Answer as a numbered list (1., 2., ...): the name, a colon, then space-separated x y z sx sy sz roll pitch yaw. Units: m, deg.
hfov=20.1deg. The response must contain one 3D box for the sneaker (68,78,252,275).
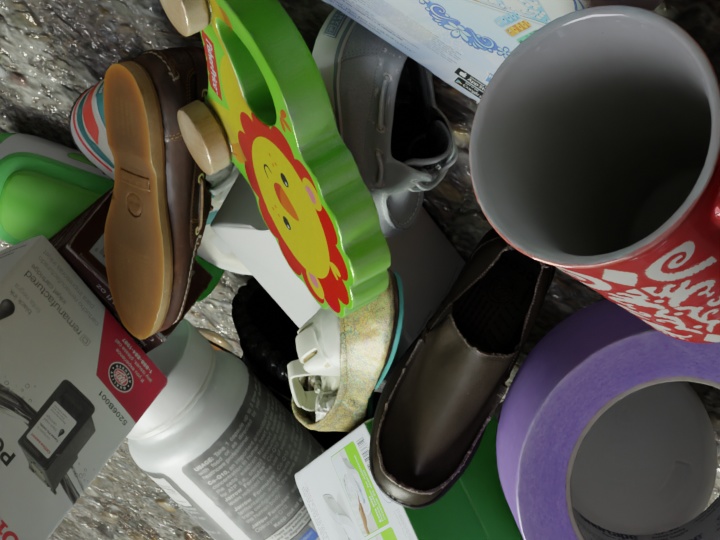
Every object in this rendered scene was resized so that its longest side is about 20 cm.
1. sneaker: -0.110 -0.067 1.413 0.199 0.071 0.093 38 160 -11

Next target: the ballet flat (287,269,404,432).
1. ballet flat: -0.015 0.058 1.347 0.070 0.071 0.200 26 155 5

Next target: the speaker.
1. speaker: -0.199 -0.041 1.543 0.199 0.089 0.089 19 154 20

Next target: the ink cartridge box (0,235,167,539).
1. ink cartridge box: -0.246 0.100 1.376 0.083 0.200 0.146 -18 118 46

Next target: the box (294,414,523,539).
1. box: 0.053 0.198 1.408 0.201 0.096 0.176 64 157 9

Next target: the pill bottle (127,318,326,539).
1. pill bottle: -0.107 0.135 1.569 0.113 0.114 0.200 -2 137 48

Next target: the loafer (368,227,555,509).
1. loafer: 0.063 0.056 1.299 0.072 0.201 0.071 24 175 3

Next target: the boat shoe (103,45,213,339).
1. boat shoe: -0.127 -0.050 1.344 0.070 0.070 0.202 31 128 37

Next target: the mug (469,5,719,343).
1. mug: 0.167 -0.024 1.060 0.178 0.133 0.200 49 -172 30

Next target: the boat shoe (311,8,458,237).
1. boat shoe: 0.021 -0.080 1.249 0.071 0.070 0.201 24 152 24

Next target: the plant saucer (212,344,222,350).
1. plant saucer: -0.147 0.119 1.852 0.199 0.038 0.201 24 155 12

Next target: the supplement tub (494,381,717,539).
1. supplement tub: 0.152 0.147 1.453 0.145 0.146 0.200 31 155 -6

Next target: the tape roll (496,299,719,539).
1. tape roll: 0.189 0.121 1.284 0.199 0.201 0.085 34 -172 -12

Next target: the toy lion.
1. toy lion: -0.044 -0.075 1.203 0.192 0.068 0.201 52 161 33

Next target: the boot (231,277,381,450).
1. boot: -0.013 0.096 1.610 0.210 0.080 0.158 27 155 7

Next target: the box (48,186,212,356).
1. box: -0.206 0.026 1.491 0.100 0.075 0.200 44 144 -11

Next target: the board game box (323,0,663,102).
1. board game box: 0.051 -0.176 1.064 0.199 0.044 0.199 33 156 -8

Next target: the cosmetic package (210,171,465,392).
1. cosmetic package: 0.000 0.000 1.407 0.107 0.085 0.200 6 146 39
